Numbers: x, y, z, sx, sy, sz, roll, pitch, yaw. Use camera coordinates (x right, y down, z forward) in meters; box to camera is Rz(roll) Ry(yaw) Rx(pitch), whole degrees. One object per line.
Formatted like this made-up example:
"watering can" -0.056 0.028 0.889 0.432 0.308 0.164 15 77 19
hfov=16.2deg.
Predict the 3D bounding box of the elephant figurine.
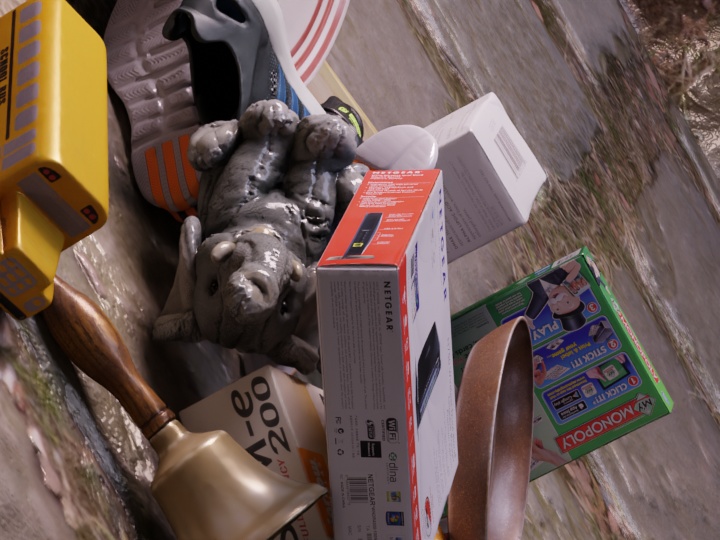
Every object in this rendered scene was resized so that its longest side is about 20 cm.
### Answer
"elephant figurine" -0.069 0.003 1.565 0.155 0.141 0.200 55 36 -38

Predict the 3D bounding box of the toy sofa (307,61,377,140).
"toy sofa" -0.025 -0.115 1.996 0.200 0.098 0.083 53 -5 -27

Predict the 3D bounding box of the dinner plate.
"dinner plate" -0.052 -0.212 1.753 0.200 0.024 0.201 -45 143 -48

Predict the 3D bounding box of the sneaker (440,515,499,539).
"sneaker" 0.107 0.277 1.804 0.200 0.078 0.116 42 32 -19

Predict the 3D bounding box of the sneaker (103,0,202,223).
"sneaker" -0.117 -0.109 1.737 0.112 0.077 0.200 42 37 -57

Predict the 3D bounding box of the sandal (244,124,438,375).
"sandal" -0.003 -0.003 1.673 0.059 0.207 0.079 25 15 -34

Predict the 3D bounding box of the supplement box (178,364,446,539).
"supplement box" -0.021 0.149 1.602 0.200 0.073 0.126 29 36 -59

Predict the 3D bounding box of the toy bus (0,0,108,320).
"toy bus" -0.189 -0.067 1.444 0.065 0.078 0.200 48 22 -36

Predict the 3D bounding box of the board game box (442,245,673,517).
"board game box" 0.109 0.087 1.849 0.135 0.200 0.029 60 17 -7

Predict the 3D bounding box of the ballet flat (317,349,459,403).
"ballet flat" -0.015 0.054 1.729 0.200 0.057 0.066 39 58 10

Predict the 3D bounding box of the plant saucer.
"plant saucer" 0.088 0.130 1.726 0.200 0.034 0.201 4 90 -79

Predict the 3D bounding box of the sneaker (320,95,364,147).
"sneaker" -0.035 -0.095 1.800 0.071 0.083 0.200 56 -10 -7

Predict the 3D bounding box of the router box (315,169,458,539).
"router box" 0.018 0.060 1.501 0.180 0.049 0.200 -64 152 -67

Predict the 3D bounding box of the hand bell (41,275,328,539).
"hand bell" -0.122 0.083 1.445 0.200 0.104 0.104 50 17 4

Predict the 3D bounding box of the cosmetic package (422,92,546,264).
"cosmetic package" 0.021 -0.037 1.789 0.081 0.200 0.113 58 21 -10

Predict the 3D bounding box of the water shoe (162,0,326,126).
"water shoe" -0.075 -0.103 1.663 0.079 0.071 0.200 -46 126 -34
